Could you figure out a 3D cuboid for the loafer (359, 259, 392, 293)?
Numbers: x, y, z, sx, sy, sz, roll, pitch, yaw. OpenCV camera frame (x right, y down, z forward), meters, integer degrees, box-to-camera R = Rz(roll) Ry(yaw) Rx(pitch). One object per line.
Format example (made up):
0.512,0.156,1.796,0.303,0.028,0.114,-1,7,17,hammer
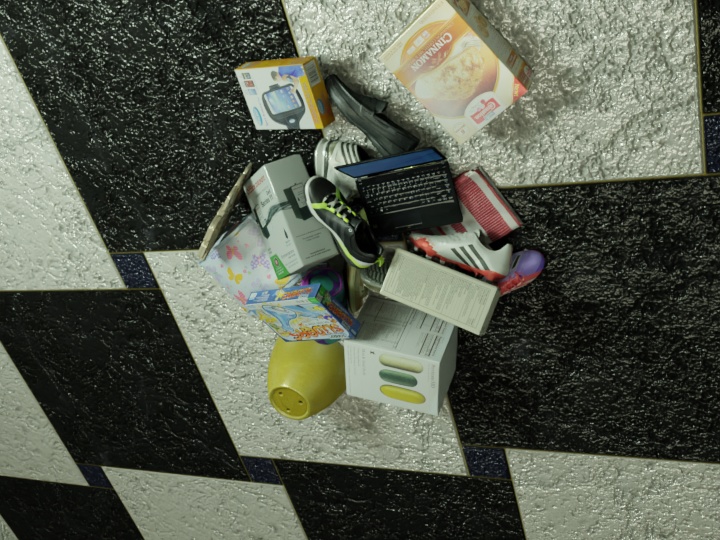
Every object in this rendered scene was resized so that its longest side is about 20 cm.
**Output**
0.089,0.038,1.627,0.198,0.076,0.070,17,140,-8,loafer

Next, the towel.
0.182,-0.093,1.537,0.199,0.023,0.144,-29,110,38,towel

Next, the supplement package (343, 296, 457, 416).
0.085,0.174,1.699,0.198,0.151,0.153,11,128,17,supplement package

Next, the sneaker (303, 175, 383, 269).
-0.020,-0.093,1.487,0.201,0.072,0.083,53,148,-11,sneaker

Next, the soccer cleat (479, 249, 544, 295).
0.256,0.028,1.550,0.199,0.077,0.067,-28,111,29,soccer cleat

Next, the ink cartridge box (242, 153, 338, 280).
-0.135,-0.099,1.560,0.146,0.082,0.202,-25,86,63,ink cartridge box

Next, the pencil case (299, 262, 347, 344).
-0.074,0.074,1.706,0.091,0.086,0.201,13,148,10,pencil case

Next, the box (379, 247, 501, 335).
0.147,0.039,1.509,0.199,0.078,0.096,24,91,15,box

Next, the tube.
0.073,-0.141,1.536,0.058,0.052,0.200,15,139,-43,tube

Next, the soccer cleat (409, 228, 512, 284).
0.185,-0.044,1.525,0.199,0.069,0.086,23,96,23,soccer cleat

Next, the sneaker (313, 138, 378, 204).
-0.023,-0.144,1.552,0.114,0.076,0.202,10,123,20,sneaker

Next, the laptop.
0.072,-0.132,1.453,0.175,0.104,0.201,-9,121,17,laptop

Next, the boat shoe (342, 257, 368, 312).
0.000,-0.002,1.665,0.062,0.073,0.202,-6,122,-8,boat shoe

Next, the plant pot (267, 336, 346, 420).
-0.132,0.251,1.866,0.198,0.142,0.201,13,130,16,plant pot

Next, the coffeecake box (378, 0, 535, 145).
0.155,-0.329,1.334,0.200,0.073,0.153,44,130,-12,coffeecake box

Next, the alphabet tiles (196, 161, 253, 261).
-0.263,-0.114,1.607,0.015,0.201,0.196,27,133,-5,alphabet tiles

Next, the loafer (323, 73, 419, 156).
0.020,-0.274,1.450,0.201,0.068,0.070,45,109,-5,loafer

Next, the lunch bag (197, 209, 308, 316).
-0.208,-0.024,1.705,0.170,0.127,0.200,45,140,-10,lunch bag

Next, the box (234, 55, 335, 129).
-0.144,-0.313,1.477,0.199,0.041,0.120,6,126,39,box

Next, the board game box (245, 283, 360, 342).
-0.115,0.086,1.634,0.199,0.035,0.135,-8,138,42,board game box
